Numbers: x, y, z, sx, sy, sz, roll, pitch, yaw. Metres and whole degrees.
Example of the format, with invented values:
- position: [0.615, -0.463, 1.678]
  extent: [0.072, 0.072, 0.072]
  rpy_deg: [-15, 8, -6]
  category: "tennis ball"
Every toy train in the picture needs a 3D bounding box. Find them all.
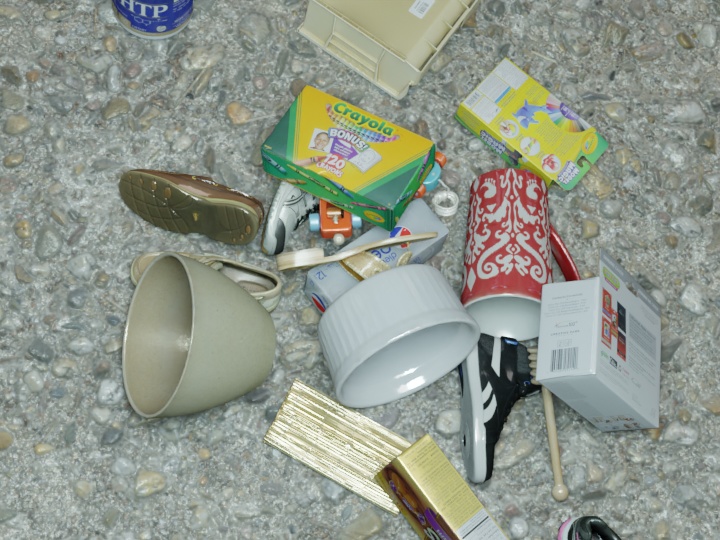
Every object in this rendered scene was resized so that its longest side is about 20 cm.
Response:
- position: [0.026, -0.097, 1.694]
  extent: [0.198, 0.056, 0.151]
  rpy_deg: [-7, 60, -4]
  category: "toy train"

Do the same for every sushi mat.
- position: [-0.018, 0.224, 1.620]
  extent: [0.199, 0.012, 0.096]
  rpy_deg: [29, 63, 2]
  category: "sushi mat"

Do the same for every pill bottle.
- position: [-0.284, -0.420, 1.747]
  extent: [0.118, 0.200, 0.121]
  rpy_deg: [4, 66, -8]
  category: "pill bottle"

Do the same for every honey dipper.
- position: [0.243, 0.197, 1.632]
  extent: [0.038, 0.038, 0.202]
  rpy_deg: [-7, 94, -13]
  category: "honey dipper"

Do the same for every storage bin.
- position: [0.048, -0.384, 1.851]
  extent: [0.198, 0.094, 0.201]
  rpy_deg: [35, 65, 5]
  category: "storage bin"

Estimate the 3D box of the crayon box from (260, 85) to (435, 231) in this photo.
- position: [-0.016, -0.148, 1.659]
  extent: [0.199, 0.058, 0.119]
  rpy_deg: [26, 63, 16]
  category: "crayon box"

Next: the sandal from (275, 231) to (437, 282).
- position: [0.000, 0.000, 1.628]
  extent: [0.209, 0.078, 0.070]
  rpy_deg: [-8, 87, -6]
  category: "sandal"

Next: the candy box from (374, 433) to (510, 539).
- position: [0.109, 0.303, 1.543]
  extent: [0.056, 0.117, 0.201]
  rpy_deg: [-33, 82, -23]
  category: "candy box"

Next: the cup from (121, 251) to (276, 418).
- position: [-0.189, 0.088, 1.569]
  extent: [0.142, 0.200, 0.202]
  rpy_deg: [11, 62, -33]
  category: "cup"

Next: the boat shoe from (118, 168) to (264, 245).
- position: [-0.223, -0.091, 1.697]
  extent: [0.198, 0.073, 0.068]
  rpy_deg: [17, 31, 6]
  category: "boat shoe"

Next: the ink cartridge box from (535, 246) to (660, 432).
- position: [0.311, 0.091, 1.636]
  extent: [0.083, 0.200, 0.177]
  rpy_deg: [-10, 59, 34]
  category: "ink cartridge box"

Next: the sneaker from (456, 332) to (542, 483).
- position: [0.188, 0.175, 1.646]
  extent: [0.111, 0.073, 0.202]
  rpy_deg: [3, 66, -10]
  category: "sneaker"

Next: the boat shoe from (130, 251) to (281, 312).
- position: [-0.199, 0.008, 1.652]
  extent: [0.198, 0.065, 0.073]
  rpy_deg: [13, 65, -5]
  category: "boat shoe"

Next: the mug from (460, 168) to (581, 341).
- position: [0.209, -0.015, 1.722]
  extent: [0.132, 0.177, 0.202]
  rpy_deg: [-15, 57, 31]
  category: "mug"

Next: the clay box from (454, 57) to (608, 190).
- position: [0.247, -0.202, 1.833]
  extent: [0.200, 0.048, 0.115]
  rpy_deg: [41, 66, 7]
  category: "clay box"

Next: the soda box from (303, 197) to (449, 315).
- position: [0.021, -0.012, 1.701]
  extent: [0.199, 0.064, 0.068]
  rpy_deg: [-35, 75, -22]
  category: "soda box"

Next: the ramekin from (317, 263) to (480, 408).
- position: [0.042, 0.080, 1.597]
  extent: [0.199, 0.201, 0.098]
  rpy_deg: [-19, 63, -17]
  category: "ramekin"

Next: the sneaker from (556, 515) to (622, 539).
- position: [0.321, 0.389, 1.569]
  extent: [0.080, 0.086, 0.200]
  rpy_deg: [-37, 78, -20]
  category: "sneaker"

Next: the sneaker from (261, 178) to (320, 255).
- position: [-0.070, -0.104, 1.719]
  extent: [0.087, 0.076, 0.201]
  rpy_deg: [24, 69, -7]
  category: "sneaker"
